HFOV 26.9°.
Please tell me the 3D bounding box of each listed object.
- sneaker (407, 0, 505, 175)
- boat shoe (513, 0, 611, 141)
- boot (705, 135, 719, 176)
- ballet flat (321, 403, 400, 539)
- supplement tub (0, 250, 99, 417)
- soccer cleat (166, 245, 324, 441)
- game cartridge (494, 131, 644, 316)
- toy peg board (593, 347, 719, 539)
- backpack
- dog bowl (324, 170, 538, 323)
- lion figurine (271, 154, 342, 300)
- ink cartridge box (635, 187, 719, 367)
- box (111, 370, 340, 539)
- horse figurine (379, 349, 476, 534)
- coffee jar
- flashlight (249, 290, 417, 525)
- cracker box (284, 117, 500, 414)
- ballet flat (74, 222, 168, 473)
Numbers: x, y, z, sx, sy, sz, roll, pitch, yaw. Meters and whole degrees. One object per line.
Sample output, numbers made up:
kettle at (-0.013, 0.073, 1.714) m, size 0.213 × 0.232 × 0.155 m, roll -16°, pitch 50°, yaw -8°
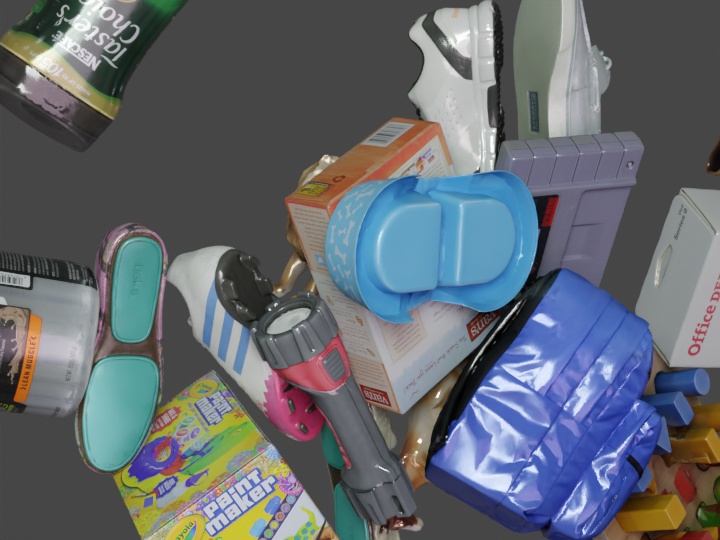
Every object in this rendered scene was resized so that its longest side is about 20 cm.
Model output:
sneaker at (0.083, -0.130, 1.282) m, size 0.080 × 0.074 × 0.201 m, roll 0°, pitch 110°, yaw 11°
boat shoe at (0.179, -0.163, 1.305) m, size 0.071 × 0.070 × 0.202 m, roll -11°, pitch 110°, yaw -27°
boot at (0.436, -0.152, 1.403) m, size 0.199 × 0.069 × 0.189 m, roll 18°, pitch 108°, yaw -16°
ballet flat at (0.004, 0.173, 1.328) m, size 0.062 × 0.067 × 0.201 m, roll -20°, pitch 115°, yaw -45°
supplement tub at (-0.308, 0.041, 1.145) m, size 0.199 × 0.122 × 0.123 m, roll 9°, pitch 99°, yaw -20°
soccer cleat at (-0.093, 0.059, 1.259) m, size 0.070 × 0.086 × 0.201 m, roll -53°, pitch 130°, yaw -38°
game cartridge at (0.159, -0.027, 1.293) m, size 0.129 × 0.038 × 0.201 m, roll -9°, pitch 134°, yaw -21°
toy peg board at (0.298, 0.188, 1.352) m, size 0.200 × 0.098 × 0.200 m, roll -47°, pitch 113°, yaw -39°
backpack at (0.160, 0.112, 1.230) m, size 0.167 × 0.163 × 0.201 m, roll 31°, pitch 78°, yaw 2°
dog bowl at (0.054, -0.023, 1.166) m, size 0.199 × 0.049 × 0.112 m, roll -7°, pitch 103°, yaw -43°
lion figurine at (0.000, 0.000, 1.281) m, size 0.200 × 0.072 × 0.123 m, roll 42°, pitch 76°, yaw -37°
ink cartridge box at (0.370, 0.010, 1.375) m, size 0.199 × 0.088 × 0.146 m, roll 4°, pitch 120°, yaw -17°
box at (-0.093, 0.213, 1.218) m, size 0.122 × 0.200 × 0.193 m, roll -35°, pitch 111°, yaw -8°
horse figurine at (0.080, 0.133, 1.325) m, size 0.132 × 0.050 × 0.201 m, roll 9°, pitch 97°, yaw -39°
coffee jar at (-0.198, -0.195, 1.149) m, size 0.104 × 0.085 × 0.200 m, roll 33°, pitch 91°, yaw -23°
flashlight at (-0.021, 0.115, 1.223) m, size 0.068 × 0.068 × 0.201 m, roll -20°, pitch 117°, yaw 10°
cracker box at (0.031, -0.004, 1.222) m, size 0.134 × 0.058 × 0.201 m, roll -38°, pitch 123°, yaw -32°
ballet flat at (-0.195, 0.060, 1.216) m, size 0.069 × 0.071 × 0.201 m, roll 5°, pitch 95°, yaw -24°
